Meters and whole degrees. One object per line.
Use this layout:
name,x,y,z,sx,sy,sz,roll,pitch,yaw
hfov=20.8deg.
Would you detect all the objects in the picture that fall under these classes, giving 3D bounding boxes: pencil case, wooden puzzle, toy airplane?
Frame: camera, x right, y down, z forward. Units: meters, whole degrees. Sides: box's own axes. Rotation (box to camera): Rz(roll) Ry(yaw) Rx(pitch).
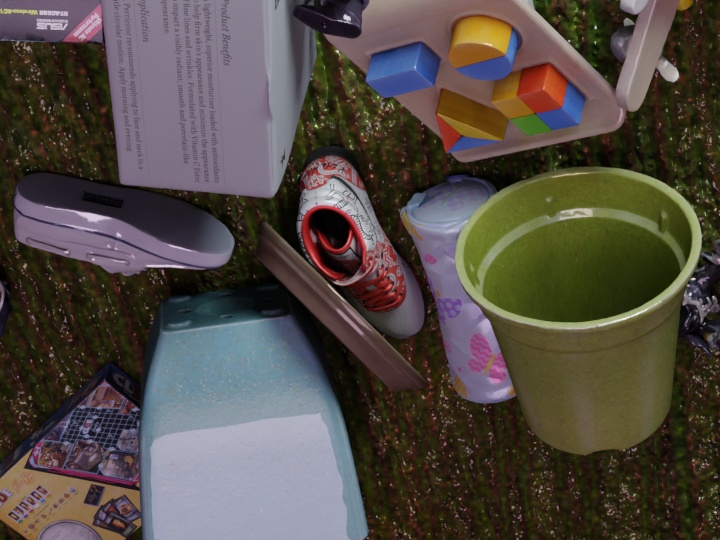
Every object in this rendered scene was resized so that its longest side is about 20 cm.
pencil case,0.099,0.019,1.721,0.090,0.083,0.201,-10,119,17
wooden puzzle,0.088,-0.154,1.574,0.185,0.046,0.200,-9,141,41
toy airplane,0.249,-0.249,1.522,0.200,0.141,0.200,-37,130,-13

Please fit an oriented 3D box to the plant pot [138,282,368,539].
plant pot,-0.106,0.123,1.729,0.195,0.196,0.201,-7,105,-4

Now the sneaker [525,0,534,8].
sneaker,0.112,-0.197,1.594,0.074,0.089,0.201,-14,119,11

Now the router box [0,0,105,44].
router box,-0.257,-0.224,1.535,0.149,0.200,0.062,3,106,3

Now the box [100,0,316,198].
box,-0.113,-0.197,1.526,0.130,0.200,0.200,6,130,7

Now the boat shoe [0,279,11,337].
boat shoe,-0.350,-0.001,1.756,0.092,0.075,0.200,18,128,-14

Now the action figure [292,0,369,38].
action figure,0.002,-0.282,1.500,0.069,0.201,0.130,21,152,-2

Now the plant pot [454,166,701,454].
plant pot,0.189,0.047,1.638,0.199,0.201,0.185,-6,130,7

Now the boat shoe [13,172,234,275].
boat shoe,-0.210,-0.031,1.730,0.199,0.074,0.066,17,125,6

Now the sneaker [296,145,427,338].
sneaker,-0.001,0.000,1.702,0.067,0.108,0.202,-18,117,14

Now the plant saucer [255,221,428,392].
plant saucer,-0.021,0.037,1.677,0.029,0.200,0.200,-46,109,-1

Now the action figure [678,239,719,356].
action figure,0.303,0.011,1.691,0.119,0.102,0.200,45,114,-5

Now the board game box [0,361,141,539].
board game box,-0.255,0.194,1.877,0.135,0.035,0.200,41,115,-18
